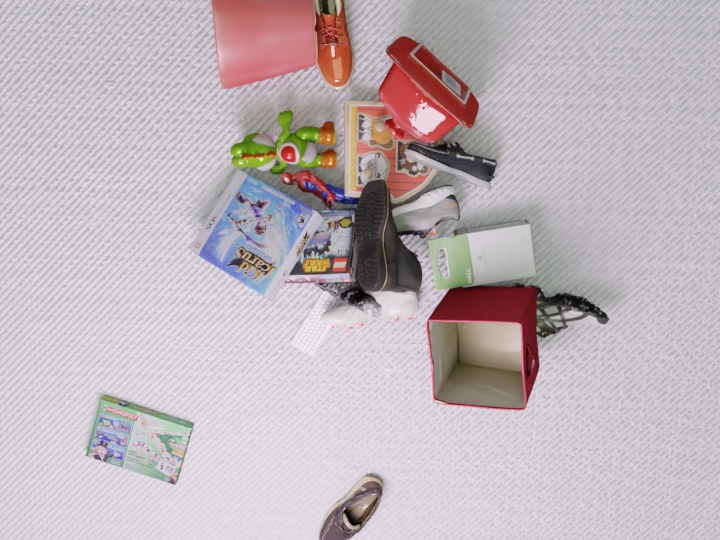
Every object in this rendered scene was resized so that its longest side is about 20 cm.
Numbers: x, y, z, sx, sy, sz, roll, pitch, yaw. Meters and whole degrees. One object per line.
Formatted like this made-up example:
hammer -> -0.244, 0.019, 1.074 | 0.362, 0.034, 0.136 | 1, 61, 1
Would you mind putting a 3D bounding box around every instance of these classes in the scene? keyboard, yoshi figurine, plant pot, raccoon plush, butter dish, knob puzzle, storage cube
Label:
keyboard -> -0.066, 0.080, 1.598 | 0.056, 0.011, 0.201 | 32, 102, -5
yoshi figurine -> -0.147, -0.233, 1.501 | 0.197, 0.112, 0.114 | -6, 73, -8
plant pot -> -0.170, -0.430, 1.408 | 0.175, 0.200, 0.203 | -5, 102, -6
raccoon plush -> 0.000, 0.000, 1.505 | 0.199, 0.097, 0.135 | 29, 83, 31
butter dish -> 0.101, -0.302, 1.430 | 0.199, 0.200, 0.148 | 40, 116, -6
knob puzzle -> 0.068, -0.226, 1.491 | 0.217, 0.030, 0.223 | 0, 89, -11
storage cube -> 0.236, 0.139, 1.483 | 0.197, 0.180, 0.173 | 0, 109, 21

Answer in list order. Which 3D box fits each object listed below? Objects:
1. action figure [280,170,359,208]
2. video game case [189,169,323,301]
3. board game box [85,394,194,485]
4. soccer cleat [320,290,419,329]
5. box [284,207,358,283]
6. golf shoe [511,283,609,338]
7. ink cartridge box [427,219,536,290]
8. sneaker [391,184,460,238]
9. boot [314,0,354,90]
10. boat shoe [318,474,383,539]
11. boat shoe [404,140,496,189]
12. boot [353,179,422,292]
action figure -> -0.057, -0.147, 1.513 | 0.198, 0.065, 0.052 | 21, 79, -8
video game case -> -0.197, -0.069, 1.482 | 0.199, 0.045, 0.183 | 28, 84, 26
board game box -> -0.461, 0.355, 1.662 | 0.198, 0.029, 0.136 | 19, 101, -2
soccer cleat -> 0.016, 0.067, 1.568 | 0.197, 0.069, 0.079 | -8, 97, -4
box -> -0.100, -0.045, 1.493 | 0.197, 0.040, 0.139 | -2, 65, 20
golf shoe -> 0.382, 0.091, 1.557 | 0.197, 0.078, 0.096 | 13, 106, 10
ink cartridge box -> 0.234, -0.030, 1.539 | 0.197, 0.059, 0.105 | -9, 102, 4
sneaker -> 0.098, -0.092, 1.516 | 0.198, 0.074, 0.080 | -24, 86, 7
boot -> -0.055, -0.429, 1.440 | 0.074, 0.107, 0.203 | -8, 103, 2
boat shoe -> -0.025, 0.517, 1.664 | 0.073, 0.065, 0.201 | 33, 102, -7
boat shoe -> 0.169, -0.209, 1.475 | 0.198, 0.075, 0.061 | 16, 96, -35
boot -> 0.060, -0.057, 1.471 | 0.137, 0.077, 0.203 | 9, 84, -44
